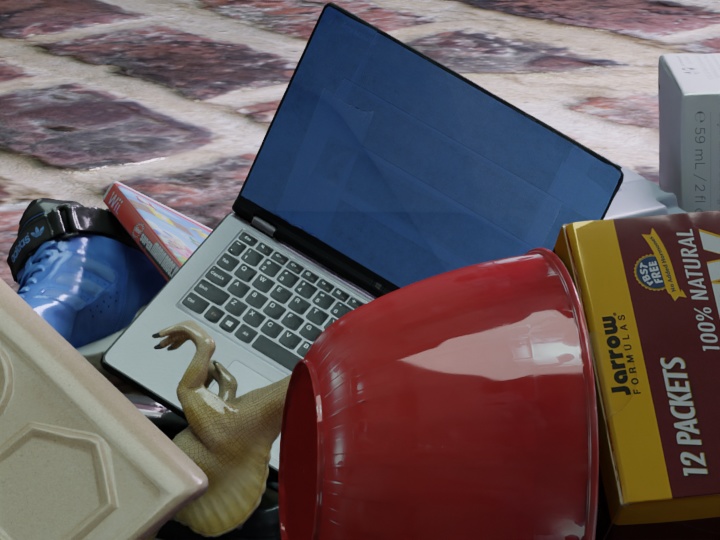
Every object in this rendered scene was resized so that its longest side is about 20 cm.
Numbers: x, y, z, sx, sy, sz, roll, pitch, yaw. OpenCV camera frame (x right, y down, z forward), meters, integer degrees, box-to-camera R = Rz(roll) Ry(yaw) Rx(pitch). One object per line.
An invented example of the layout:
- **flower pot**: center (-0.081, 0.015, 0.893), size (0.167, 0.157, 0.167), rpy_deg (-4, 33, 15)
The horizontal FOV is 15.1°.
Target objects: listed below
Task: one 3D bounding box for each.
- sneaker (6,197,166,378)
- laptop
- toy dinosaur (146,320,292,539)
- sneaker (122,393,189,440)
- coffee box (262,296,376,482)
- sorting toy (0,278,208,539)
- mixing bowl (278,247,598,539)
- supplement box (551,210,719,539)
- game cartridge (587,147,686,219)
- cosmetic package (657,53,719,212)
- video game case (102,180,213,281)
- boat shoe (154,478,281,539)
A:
- **sneaker**: center (-0.200, 0.016, 1.655), size (0.199, 0.112, 0.077), rpy_deg (-16, -19, -46)
- **laptop**: center (0.000, 0.000, 1.398), size (0.187, 0.116, 0.200), rpy_deg (30, 54, 14)
- **toy dinosaur**: center (-0.069, 0.079, 1.336), size (0.058, 0.200, 0.101), rpy_deg (29, 26, -50)
- **sneaker**: center (-0.194, 0.056, 1.522), size (0.199, 0.076, 0.116), rpy_deg (-2, 59, 0)
- **coffee box**: center (0.035, 0.055, 1.521), size (0.199, 0.115, 0.080), rpy_deg (-7, 18, -14)
- **sorting toy**: center (-0.201, 0.108, 1.295), size (0.200, 0.037, 0.185), rpy_deg (-37, 60, -22)
- **mixing bowl**: center (0.025, 0.087, 1.174), size (0.108, 0.201, 0.200), rpy_deg (3, 15, -11)
- **supplement box**: center (0.180, 0.075, 1.224), size (0.196, 0.133, 0.200), rpy_deg (-5, -27, -9)
- **game cartridge**: center (0.079, -0.046, 1.559), size (0.132, 0.041, 0.200), rpy_deg (-8, 24, -30)
- **cosmetic package**: center (0.281, -0.023, 1.601), size (0.199, 0.201, 0.123), rpy_deg (-2, 16, 0)
- **video game case**: center (-0.067, 0.018, 1.642), size (0.143, 0.017, 0.200), rpy_deg (27, 11, -33)
- **boat shoe**: center (-0.081, 0.119, 1.408), size (0.075, 0.061, 0.200), rpy_deg (-11, 19, -32)
